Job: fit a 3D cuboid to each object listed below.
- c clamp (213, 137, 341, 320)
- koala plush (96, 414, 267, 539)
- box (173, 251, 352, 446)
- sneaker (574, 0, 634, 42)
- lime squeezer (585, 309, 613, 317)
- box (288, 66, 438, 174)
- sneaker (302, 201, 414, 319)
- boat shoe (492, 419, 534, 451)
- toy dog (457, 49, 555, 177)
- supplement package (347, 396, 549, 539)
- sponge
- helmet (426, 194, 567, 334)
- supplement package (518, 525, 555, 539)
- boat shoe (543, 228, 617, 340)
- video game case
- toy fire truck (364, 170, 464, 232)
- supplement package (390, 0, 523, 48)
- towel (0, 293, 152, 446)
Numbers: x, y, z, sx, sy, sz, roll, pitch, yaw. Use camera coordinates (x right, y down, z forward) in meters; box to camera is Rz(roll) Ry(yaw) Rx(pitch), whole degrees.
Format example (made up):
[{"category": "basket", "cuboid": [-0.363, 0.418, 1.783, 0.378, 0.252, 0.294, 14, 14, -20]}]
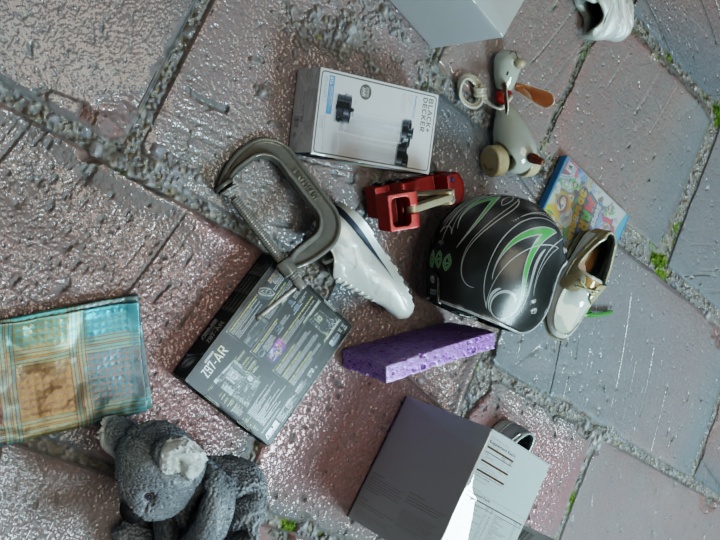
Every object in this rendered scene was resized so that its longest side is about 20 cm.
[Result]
[{"category": "c clamp", "cuboid": [-0.112, -0.065, 1.082, 0.171, 0.027, 0.200, -33, 92, -23]}, {"category": "koala plush", "cuboid": [-0.216, 0.249, 0.996, 0.184, 0.177, 0.200, -49, 127, -31]}, {"category": "box", "cuboid": [-0.123, 0.103, 1.118, 0.160, 0.043, 0.200, 45, 71, -30]}, {"category": "sneaker", "cuboid": [0.390, -0.471, 1.385, 0.099, 0.078, 0.201, -16, 104, -29]}, {"category": "lime squeezer", "cuboid": [0.372, 0.054, 1.472, 0.200, 0.038, 0.071, 36, 45, -32]}, {"category": "box", "cuboid": [0.007, -0.201, 1.160, 0.200, 0.060, 0.117, 6, 93, -36]}, {"category": "sneaker", "cuboid": [0.000, 0.000, 1.184, 0.080, 0.076, 0.200, -42, 113, -11]}, {"category": "boat shoe", "cuboid": [0.211, 0.331, 1.365, 0.070, 0.071, 0.201, 46, 71, -30]}, {"category": "toy dog", "cuboid": [0.240, -0.229, 1.297, 0.132, 0.096, 0.200, -33, 113, -28]}, {"category": "supplement package", "cuboid": [0.126, 0.319, 1.231, 0.147, 0.191, 0.200, 35, 77, -34]}, {"category": "sponge", "cuboid": [0.084, 0.113, 1.224, 0.200, 0.111, 0.030, -12, 102, -33]}, {"category": "helmet", "cuboid": [0.198, -0.018, 1.243, 0.200, 0.200, 0.191, 23, 86, -35]}, {"category": "supplement package", "cuboid": [0.232, 0.487, 1.322, 0.156, 0.200, 0.111, -39, 116, -25]}, {"category": "boat shoe", "cuboid": [0.360, 0.019, 1.398, 0.075, 0.068, 0.200, 26, 76, -15]}, {"category": "video game case", "cuboid": [0.377, -0.083, 1.460, 0.200, 0.018, 0.143, 34, 76, -33]}, {"category": "toy fire truck", "cuboid": [0.081, -0.100, 1.175, 0.200, 0.141, 0.049, -15, 105, -32]}, {"category": "supplement package", "cuboid": [0.148, -0.438, 1.171, 0.152, 0.151, 0.200, 40, 73, -33]}, {"category": "towel", "cuboid": [-0.342, 0.115, 0.981, 0.200, 0.022, 0.147, -11, 102, -33]}]
